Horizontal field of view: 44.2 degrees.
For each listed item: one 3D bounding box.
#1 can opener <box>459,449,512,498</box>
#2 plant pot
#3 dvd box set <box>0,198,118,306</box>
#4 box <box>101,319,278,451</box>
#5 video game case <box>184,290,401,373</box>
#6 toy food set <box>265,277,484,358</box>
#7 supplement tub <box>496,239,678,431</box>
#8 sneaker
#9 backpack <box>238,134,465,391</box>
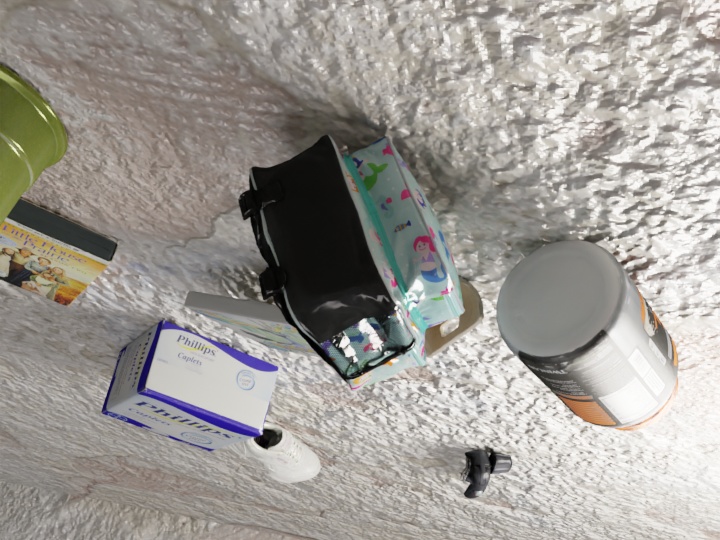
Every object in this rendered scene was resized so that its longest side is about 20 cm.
[{"bbox_3d":[0.190,0.338,1.430,0.078,0.064,0.200,12,153,2],"label":"can opener"},{"bbox_3d":[-0.387,-0.071,0.769,0.199,0.191,0.200,12,153,6],"label":"plant pot"},{"bbox_3d":[-0.383,-0.021,1.043,0.146,0.030,0.200,26,151,-23],"label":"dvd box set"},{"bbox_3d":[-0.247,0.172,1.271,0.183,0.105,0.200,25,151,-23],"label":"box"},{"bbox_3d":[-0.073,0.073,1.022,0.199,0.022,0.182,8,164,31],"label":"video game case"},{"bbox_3d":[0.011,0.037,0.933,0.199,0.061,0.144,20,153,-11],"label":"toy food set"},{"bbox_3d":[0.220,0.069,0.827,0.122,0.123,0.200,-6,148,35],"label":"supplement tub"},{"bbox_3d":[-0.139,0.314,1.527,0.200,0.075,0.099,32,150,-32],"label":"sneaker"},{"bbox_3d":[0.000,0.000,0.735,0.150,0.178,0.200,-20,151,-1],"label":"backpack"}]
